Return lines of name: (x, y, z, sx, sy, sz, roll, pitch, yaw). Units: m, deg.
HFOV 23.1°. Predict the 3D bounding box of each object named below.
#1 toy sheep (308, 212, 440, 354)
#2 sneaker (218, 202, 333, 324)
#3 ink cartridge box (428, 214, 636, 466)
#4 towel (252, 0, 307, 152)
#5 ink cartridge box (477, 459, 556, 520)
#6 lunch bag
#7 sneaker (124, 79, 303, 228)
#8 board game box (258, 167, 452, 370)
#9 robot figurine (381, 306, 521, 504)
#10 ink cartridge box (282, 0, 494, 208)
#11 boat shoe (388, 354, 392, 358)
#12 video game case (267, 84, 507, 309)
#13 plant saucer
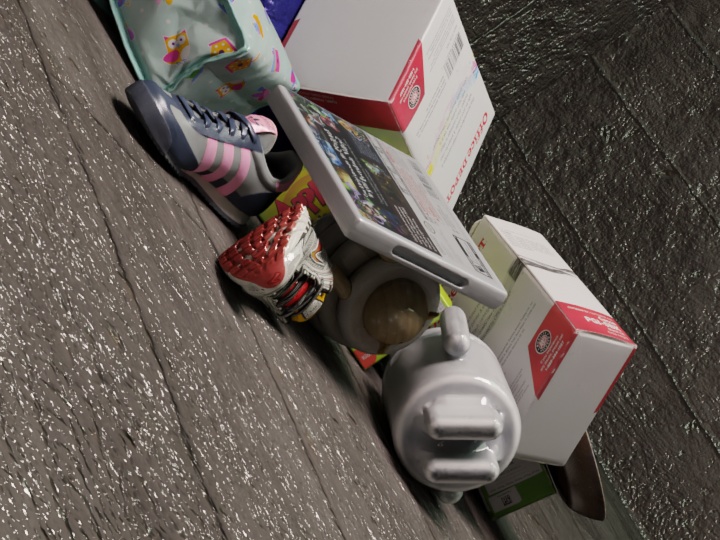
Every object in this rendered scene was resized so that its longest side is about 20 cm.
toy sheep: (0.000, 0.000, 1.533, 0.138, 0.138, 0.200, 51, 3, -39)
sneaker: (-0.053, -0.002, 1.367, 0.082, 0.078, 0.200, 57, 7, -1)
ink cartridge box: (0.154, 0.065, 1.678, 0.082, 0.147, 0.200, 14, 27, -33)
towel: (-0.082, -0.207, 1.710, 0.049, 0.202, 0.147, 13, -1, 28)
ink cartridge box: (0.126, 0.139, 1.848, 0.148, 0.075, 0.201, -97, 163, -77)
lunch bag: (-0.158, -0.238, 1.564, 0.201, 0.121, 0.170, 63, 9, 13)
sneaker: (-0.115, -0.109, 1.406, 0.070, 0.082, 0.200, 60, 8, 29)
board game box: (-0.010, -0.020, 1.648, 0.201, 0.101, 0.048, 55, 8, -7)
robot figurine: (0.079, 0.121, 1.564, 0.200, 0.112, 0.171, -104, -160, -70)
ink cartridge box: (0.024, -0.167, 1.715, 0.144, 0.146, 0.200, 12, -29, 27)
boat shoe: (0.019, 0.036, 1.728, 0.075, 0.068, 0.202, 174, -97, -79)
video game case: (0.021, -0.062, 1.485, 0.181, 0.023, 0.200, 26, 23, -39)
plant saucer: (0.199, 0.159, 1.771, 0.200, 0.032, 0.202, 163, -90, -87)
